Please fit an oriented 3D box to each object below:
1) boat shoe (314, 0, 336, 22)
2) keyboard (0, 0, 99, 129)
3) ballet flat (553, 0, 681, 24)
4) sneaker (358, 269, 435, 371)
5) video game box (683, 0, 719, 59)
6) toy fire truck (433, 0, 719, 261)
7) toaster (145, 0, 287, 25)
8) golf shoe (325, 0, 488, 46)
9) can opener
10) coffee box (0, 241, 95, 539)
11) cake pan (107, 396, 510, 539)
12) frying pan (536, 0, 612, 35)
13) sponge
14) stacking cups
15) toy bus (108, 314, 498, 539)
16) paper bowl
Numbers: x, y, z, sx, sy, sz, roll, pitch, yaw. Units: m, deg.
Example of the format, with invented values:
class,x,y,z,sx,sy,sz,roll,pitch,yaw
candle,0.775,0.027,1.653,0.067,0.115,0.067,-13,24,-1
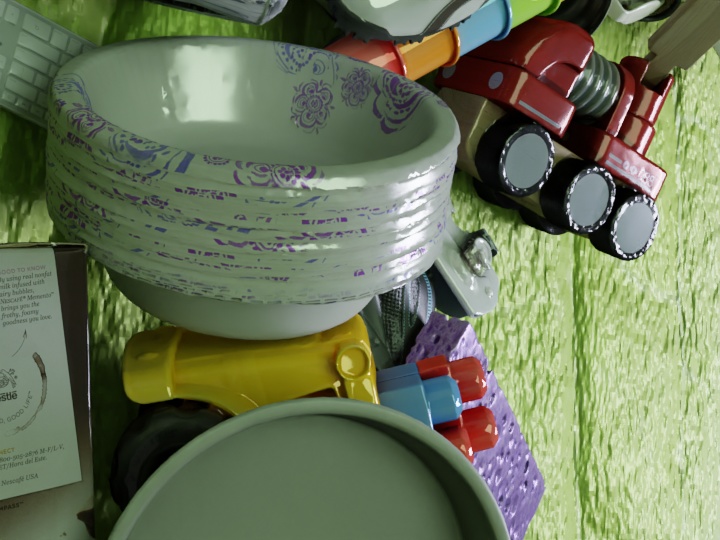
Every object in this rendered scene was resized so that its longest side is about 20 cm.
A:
class,x,y,z,sx,sy,sz,roll,pitch,yaw
boat shoe,0.013,-0.184,0.836,0.199,0.076,0.072,17,75,-41
keyboard,-0.157,-0.099,0.724,0.200,0.011,0.057,26,71,-38
ballet flat,0.164,-0.210,0.972,0.199,0.073,0.073,0,88,-44
sneaker,0.000,0.000,0.828,0.082,0.073,0.201,-29,117,-44
video game box,0.279,-0.257,1.057,0.182,0.047,0.200,51,36,-30
toy fire truck,0.157,-0.125,0.892,0.176,0.128,0.201,26,89,-38
toaster,-0.094,-0.202,0.684,0.113,0.200,0.130,14,96,-39
golf shoe,0.069,-0.194,0.753,0.199,0.095,0.078,-27,78,-16
can opener,0.024,-0.051,0.853,0.200,0.066,0.053,59,35,-13
coffee box,-0.181,0.089,0.624,0.080,0.113,0.201,-2,90,-39
cake pan,-0.027,0.153,0.625,0.199,0.037,0.201,-2,98,-17
frying pan,0.099,-0.223,0.891,0.031,0.114,0.191,-77,150,-52
sponge,0.061,0.128,0.856,0.112,0.030,0.200,-58,143,-26
stacking cups,0.056,-0.158,0.815,0.199,0.060,0.061,-29,108,-22
toy bus,-0.019,0.118,0.702,0.191,0.136,0.201,-10,98,-2
paper bowl,-0.055,-0.040,0.680,0.200,0.200,0.105,-18,126,-41
